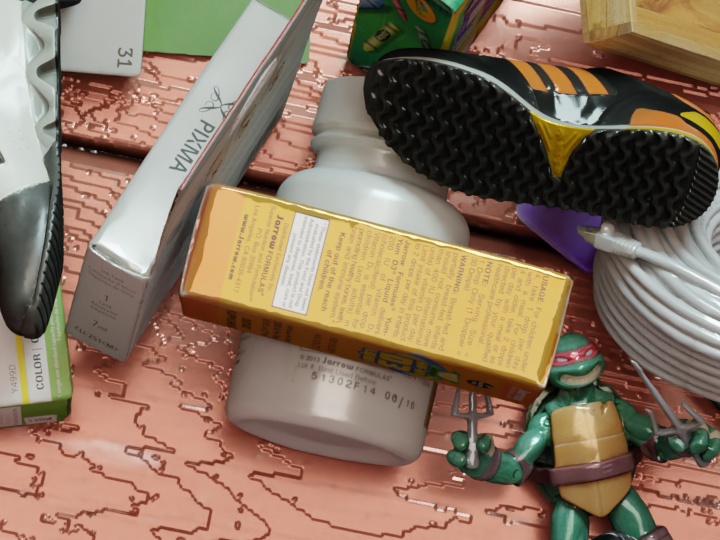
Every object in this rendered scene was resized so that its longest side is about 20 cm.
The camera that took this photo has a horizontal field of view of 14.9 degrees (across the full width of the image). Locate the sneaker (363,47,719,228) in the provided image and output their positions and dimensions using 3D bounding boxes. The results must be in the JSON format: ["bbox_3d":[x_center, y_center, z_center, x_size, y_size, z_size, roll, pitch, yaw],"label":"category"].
[{"bbox_3d":[0.101,-0.081,1.510,0.199,0.090,0.070,16,117,6],"label":"sneaker"}]

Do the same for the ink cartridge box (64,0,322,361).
[{"bbox_3d":[-0.085,-0.072,1.491,0.043,0.174,0.200,28,55,4],"label":"ink cartridge box"}]

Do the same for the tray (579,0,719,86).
[{"bbox_3d":[0.187,-0.163,1.569,0.037,0.199,0.099,-12,77,36],"label":"tray"}]

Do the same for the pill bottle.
[{"bbox_3d":[0.000,0.000,1.547,0.114,0.114,0.201,14,79,-3],"label":"pill bottle"}]

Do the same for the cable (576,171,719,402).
[{"bbox_3d":[0.228,0.006,1.542,0.200,0.070,0.199,38,41,28],"label":"cable"}]

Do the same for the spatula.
[{"bbox_3d":[0.173,0.023,1.607,0.056,0.021,0.200,-39,89,-31],"label":"spatula"}]

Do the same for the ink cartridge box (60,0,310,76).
[{"bbox_3d":[-0.122,-0.184,1.570,0.199,0.048,0.146,5,114,-3],"label":"ink cartridge box"}]

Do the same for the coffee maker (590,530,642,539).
[{"bbox_3d":[0.156,0.266,1.472,0.200,0.135,0.193,34,84,-17],"label":"coffee maker"}]

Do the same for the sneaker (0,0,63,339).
[{"bbox_3d":[-0.202,-0.054,1.484,0.088,0.074,0.201,-2,63,-6],"label":"sneaker"}]

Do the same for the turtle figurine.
[{"bbox_3d":[0.131,0.110,1.548,0.149,0.101,0.201,-12,98,10],"label":"turtle figurine"}]

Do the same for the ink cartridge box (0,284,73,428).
[{"bbox_3d":[-0.267,0.018,1.537,0.199,0.076,0.149,-7,80,-8],"label":"ink cartridge box"}]

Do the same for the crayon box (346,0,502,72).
[{"bbox_3d":[0.054,-0.175,1.541,0.058,0.200,0.119,35,78,4],"label":"crayon box"}]

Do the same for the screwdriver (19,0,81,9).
[{"bbox_3d":[-0.253,-0.147,1.545,0.199,0.029,0.028,-7,91,6],"label":"screwdriver"}]

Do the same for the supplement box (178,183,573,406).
[{"bbox_3d":[0.008,0.013,1.453,0.199,0.067,0.069,13,79,1],"label":"supplement box"}]
